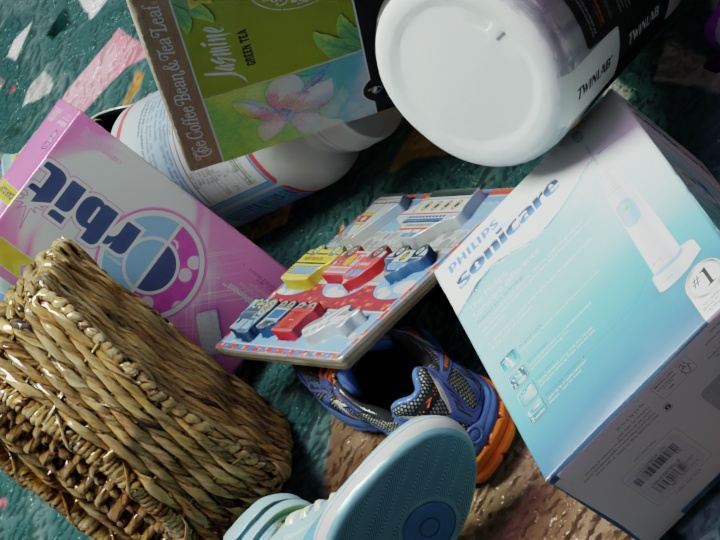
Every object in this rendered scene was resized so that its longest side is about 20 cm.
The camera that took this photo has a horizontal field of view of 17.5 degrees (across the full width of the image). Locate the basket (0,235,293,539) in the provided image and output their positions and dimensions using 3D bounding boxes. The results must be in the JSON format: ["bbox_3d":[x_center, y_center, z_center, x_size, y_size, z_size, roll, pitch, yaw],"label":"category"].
[{"bbox_3d":[-0.158,0.105,1.408,0.149,0.200,0.143,-47,13,10],"label":"basket"}]

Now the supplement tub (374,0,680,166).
[{"bbox_3d":[0.104,-0.155,1.302,0.122,0.123,0.200,-17,21,44],"label":"supplement tub"}]

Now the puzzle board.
[{"bbox_3d":[0.000,0.000,1.404,0.151,0.017,0.200,-44,17,-17],"label":"puzzle board"}]

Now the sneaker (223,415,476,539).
[{"bbox_3d":[-0.017,0.141,1.311,0.200,0.079,0.131,-58,31,15],"label":"sneaker"}]

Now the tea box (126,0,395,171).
[{"bbox_3d":[-0.044,-0.187,1.398,0.196,0.200,0.134,-17,61,-1],"label":"tea box"}]

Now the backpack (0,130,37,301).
[{"bbox_3d":[-0.232,-0.007,1.614,0.153,0.200,0.176,-47,34,18],"label":"backpack"}]

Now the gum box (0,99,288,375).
[{"bbox_3d":[-0.144,-0.004,1.513,0.114,0.200,0.066,-53,21,-3],"label":"gum box"}]

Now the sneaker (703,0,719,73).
[{"bbox_3d":[0.233,-0.208,1.323,0.087,0.074,0.201,-18,49,50],"label":"sneaker"}]

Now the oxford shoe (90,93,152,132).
[{"bbox_3d":[-0.192,-0.085,1.750,0.200,0.074,0.071,-26,43,37],"label":"oxford shoe"}]

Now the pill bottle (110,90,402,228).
[{"bbox_3d":[-0.070,-0.094,1.572,0.200,0.109,0.109,-22,46,40],"label":"pill bottle"}]

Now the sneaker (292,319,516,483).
[{"bbox_3d":[0.014,0.058,1.362,0.200,0.078,0.075,20,77,56],"label":"sneaker"}]

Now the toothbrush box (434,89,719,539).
[{"bbox_3d":[0.140,0.021,1.227,0.146,0.085,0.200,-47,34,13],"label":"toothbrush box"}]
